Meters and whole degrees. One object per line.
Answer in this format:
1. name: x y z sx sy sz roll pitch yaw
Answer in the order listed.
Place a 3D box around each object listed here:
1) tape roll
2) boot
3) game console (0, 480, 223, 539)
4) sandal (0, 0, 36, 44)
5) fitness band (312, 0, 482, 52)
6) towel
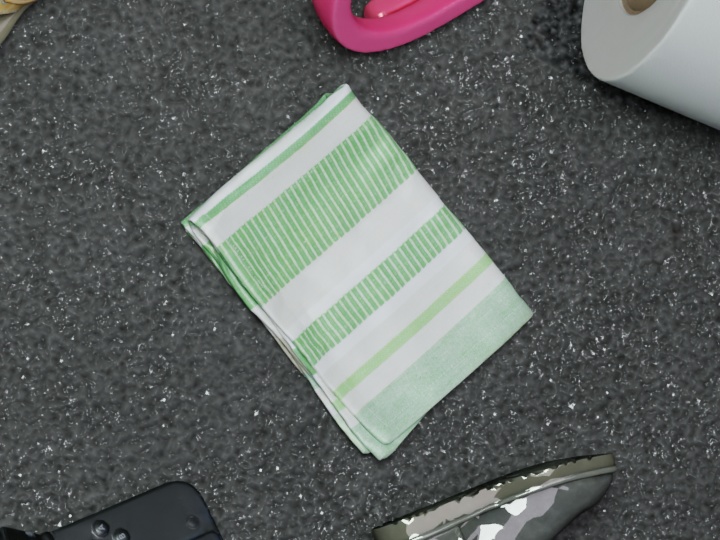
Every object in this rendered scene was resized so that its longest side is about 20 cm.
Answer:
1. tape roll: 0.251 -0.191 1.699 0.139 0.203 0.203 21 79 -17
2. boot: 0.109 0.233 1.684 0.181 0.073 0.201 -21 86 -6
3. game console: -0.114 0.225 1.545 0.170 0.118 0.201 -21 79 -29
4. sandal: -0.215 -0.187 1.606 0.200 0.054 0.080 -38 99 -18
5. fitness band: 0.054 -0.213 1.660 0.200 0.144 0.037 -33 66 -18
6. towel: 0.000 0.000 1.687 0.152 0.023 0.200 -42 100 -19
